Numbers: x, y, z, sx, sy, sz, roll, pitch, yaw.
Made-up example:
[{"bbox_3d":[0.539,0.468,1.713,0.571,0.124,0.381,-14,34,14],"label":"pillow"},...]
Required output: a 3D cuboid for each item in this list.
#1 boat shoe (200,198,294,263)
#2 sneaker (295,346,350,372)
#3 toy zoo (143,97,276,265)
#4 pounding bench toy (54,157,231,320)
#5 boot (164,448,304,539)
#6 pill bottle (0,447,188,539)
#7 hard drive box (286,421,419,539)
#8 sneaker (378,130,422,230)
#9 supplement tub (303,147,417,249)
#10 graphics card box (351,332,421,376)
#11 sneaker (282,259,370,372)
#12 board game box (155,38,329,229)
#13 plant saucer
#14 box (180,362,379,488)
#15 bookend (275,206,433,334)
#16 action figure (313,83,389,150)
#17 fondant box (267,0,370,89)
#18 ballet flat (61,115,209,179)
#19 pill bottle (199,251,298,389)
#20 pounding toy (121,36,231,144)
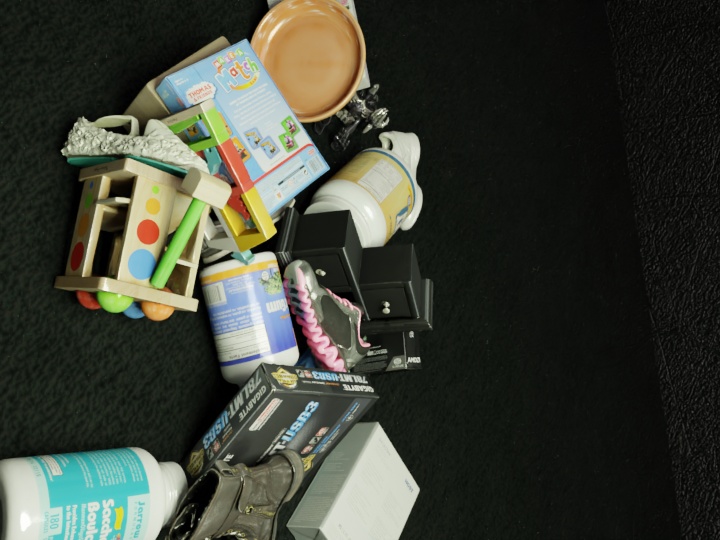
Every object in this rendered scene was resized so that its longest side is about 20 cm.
[{"bbox_3d":[-0.168,-0.082,0.941,0.200,0.066,0.058,-44,117,-44],"label":"boat shoe"},{"bbox_3d":[-0.068,0.168,0.979,0.067,0.077,0.201,59,43,-21],"label":"sneaker"},{"bbox_3d":[-0.177,-0.097,0.784,0.020,0.129,0.203,-43,117,-39],"label":"toy zoo"},{"bbox_3d":[-0.234,-0.027,0.720,0.123,0.197,0.161,19,76,-45],"label":"pounding bench toy"},{"bbox_3d":[-0.161,0.294,0.756,0.173,0.069,0.204,7,112,-59],"label":"boot"},{"bbox_3d":[-0.281,0.246,0.667,0.197,0.109,0.114,9,72,-49],"label":"pill bottle"},{"bbox_3d":[-0.003,0.367,0.998,0.158,0.076,0.201,59,42,-20],"label":"hard drive box"},{"bbox_3d":[0.070,-0.180,1.274,0.097,0.074,0.206,6,73,-30],"label":"sneaker"},{"bbox_3d":[0.000,-0.106,1.091,0.147,0.142,0.200,60,42,-18],"label":"supplement tub"},{"bbox_3d":[0.036,0.073,1.098,0.050,0.123,0.206,12,69,-48],"label":"graphics card box"},{"bbox_3d":[-0.043,0.061,0.920,0.094,0.079,0.204,-32,121,-19],"label":"sneaker"},{"bbox_3d":[-0.144,-0.179,0.824,0.202,0.036,0.151,57,47,-12],"label":"board game box"},{"bbox_3d":[-0.085,-0.340,1.038,0.037,0.195,0.206,8,70,-80],"label":"plant saucer"},{"bbox_3d":[-0.102,0.210,0.840,0.196,0.201,0.050,16,30,-49],"label":"box"},{"bbox_3d":[0.000,0.000,0.959,0.201,0.194,0.094,72,19,-46],"label":"bookend"},{"bbox_3d":[-0.002,-0.303,1.185,0.119,0.101,0.201,48,46,-13],"label":"action figure"},{"bbox_3d":[-0.072,-0.397,1.084,0.058,0.140,0.206,2,77,-79],"label":"fondant box"},{"bbox_3d":[-0.262,-0.147,0.746,0.072,0.195,0.074,9,90,-74],"label":"ballet flat"},{"bbox_3d":[-0.146,0.086,0.879,0.111,0.110,0.206,-14,90,-51],"label":"pill bottle"},{"bbox_3d":[-0.200,-0.194,0.902,0.185,0.141,0.201,52,48,-15],"label":"pounding toy"}]
